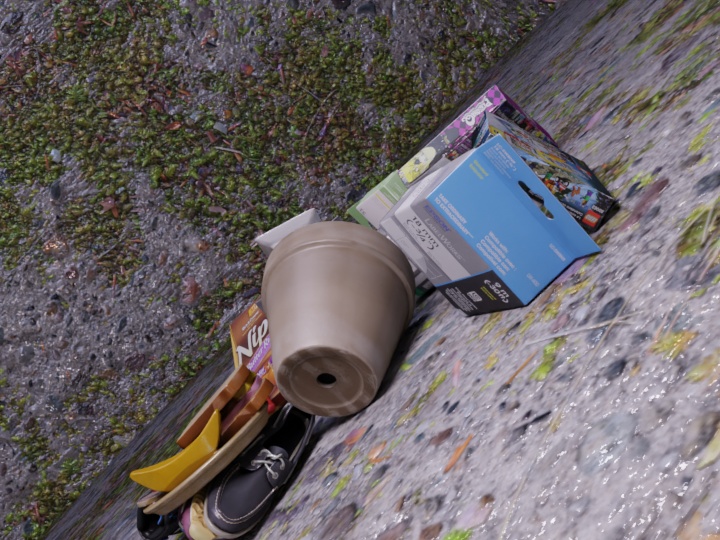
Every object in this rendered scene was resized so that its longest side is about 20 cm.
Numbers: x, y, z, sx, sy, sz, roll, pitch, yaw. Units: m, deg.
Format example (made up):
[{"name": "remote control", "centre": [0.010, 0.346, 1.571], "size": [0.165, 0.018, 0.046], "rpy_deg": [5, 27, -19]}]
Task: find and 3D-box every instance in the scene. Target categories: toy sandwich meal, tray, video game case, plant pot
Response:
[{"name": "toy sandwich meal", "centre": [-0.184, 0.195, 0.873], "size": [0.205, 0.070, 0.205], "rpy_deg": [-40, 2, 2]}, {"name": "tray", "centre": [-0.100, -0.035, 1.250], "size": [0.107, 0.022, 0.200], "rpy_deg": [-29, -20, -2]}, {"name": "video game case", "centre": [0.173, -0.161, 1.085], "size": [0.181, 0.036, 0.199], "rpy_deg": [-40, -30, 22]}, {"name": "plant pot", "centre": [-0.032, 0.073, 0.901], "size": [0.200, 0.199, 0.174], "rpy_deg": [-40, 26, 30]}]

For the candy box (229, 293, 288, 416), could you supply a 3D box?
[{"name": "candy box", "centre": [-0.141, 0.134, 1.171], "size": [0.117, 0.056, 0.201], "rpy_deg": [-42, 40, 22]}]

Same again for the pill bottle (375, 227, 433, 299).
[{"name": "pill bottle", "centre": [0.113, -0.064, 1.028], "size": [0.200, 0.113, 0.113], "rpy_deg": [-41, 8, 17]}]

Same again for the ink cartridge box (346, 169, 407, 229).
[{"name": "ink cartridge box", "centre": [0.055, -0.067, 1.227], "size": [0.048, 0.145, 0.200], "rpy_deg": [-50, 9, -29]}]

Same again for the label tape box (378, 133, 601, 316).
[{"name": "label tape box", "centre": [0.115, -0.034, 0.739], "size": [0.063, 0.144, 0.200], "rpy_deg": [-46, 8, -19]}]

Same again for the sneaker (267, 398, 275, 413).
[{"name": "sneaker", "centre": [-0.186, 0.256, 1.071], "size": [0.201, 0.085, 0.077], "rpy_deg": [-62, -24, 12]}]

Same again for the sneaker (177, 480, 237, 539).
[{"name": "sneaker", "centre": [-0.178, 0.291, 0.885], "size": [0.090, 0.075, 0.200], "rpy_deg": [-52, 1, 4]}]

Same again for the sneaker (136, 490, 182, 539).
[{"name": "sneaker", "centre": [-0.225, 0.278, 0.993], "size": [0.201, 0.073, 0.112], "rpy_deg": [-60, -16, 10]}]

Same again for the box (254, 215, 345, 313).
[{"name": "box", "centre": [-0.042, 0.036, 1.155], "size": [0.200, 0.158, 0.050], "rpy_deg": [-49, 9, -37]}]

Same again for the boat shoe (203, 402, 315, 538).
[{"name": "boat shoe", "centre": [-0.109, 0.214, 0.853], "size": [0.063, 0.072, 0.200], "rpy_deg": [-60, -7, 35]}]

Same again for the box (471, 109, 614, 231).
[{"name": "box", "centre": [0.186, -0.114, 0.806], "size": [0.038, 0.136, 0.200], "rpy_deg": [-61, 1, 20]}]
